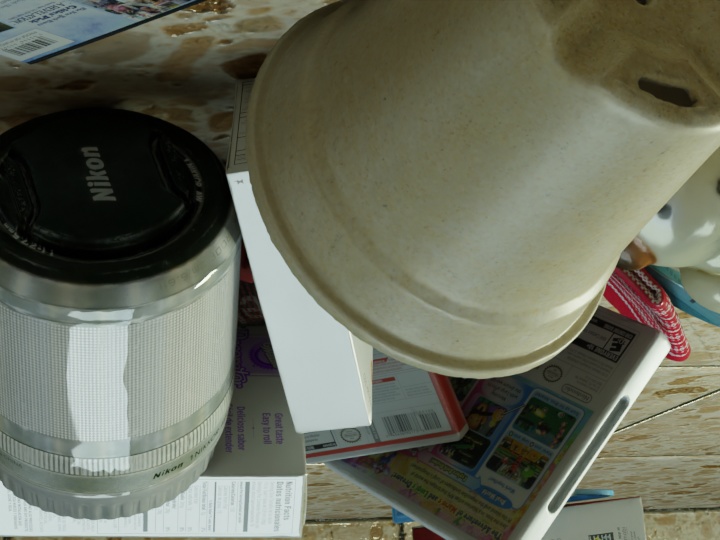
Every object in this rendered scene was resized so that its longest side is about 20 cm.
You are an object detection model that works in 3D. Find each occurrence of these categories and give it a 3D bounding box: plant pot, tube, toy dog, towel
[{"bbox_3d":[0.077,-0.080,0.876,0.199,0.201,0.183,4,153,-30],"label":"plant pot"},{"bbox_3d":[0.205,-0.001,1.325,0.077,0.051,0.200,29,-170,-6],"label":"tube"},{"bbox_3d":[0.206,-0.051,1.162,0.194,0.140,0.200,32,-170,33],"label":"toy dog"},{"bbox_3d":[0.156,-0.007,1.298,0.022,0.145,0.200,-44,162,1],"label":"towel"}]

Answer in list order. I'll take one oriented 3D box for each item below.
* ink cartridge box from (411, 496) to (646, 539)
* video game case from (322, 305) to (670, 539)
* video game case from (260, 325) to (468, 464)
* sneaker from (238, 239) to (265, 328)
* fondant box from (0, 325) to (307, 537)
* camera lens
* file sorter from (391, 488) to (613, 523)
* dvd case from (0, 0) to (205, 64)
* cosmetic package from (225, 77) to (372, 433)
[{"bbox_3d":[0.107,0.228,1.517,0.175,0.084,0.200,-6,172,-14],"label":"ink cartridge box"},{"bbox_3d":[0.085,0.089,1.317,0.200,0.182,0.024,25,166,50],"label":"video game case"},{"bbox_3d":[-0.026,0.031,1.299,0.142,0.201,0.017,-12,-160,32],"label":"video game case"},{"bbox_3d":[-0.070,0.002,1.255,0.199,0.071,0.098,17,144,3],"label":"sneaker"},{"bbox_3d":[-0.136,0.098,1.242,0.199,0.145,0.058,2,127,-6],"label":"fondant box"},{"bbox_3d":[-0.149,0.022,1.124,0.159,0.160,0.201,-2,133,-9],"label":"camera lens"},{"bbox_3d":[0.103,0.083,1.507,0.138,0.201,0.122,-12,168,34],"label":"file sorter"},{"bbox_3d":[-0.170,-0.138,0.876,0.142,0.018,0.200,-14,163,35],"label":"dvd case"},{"bbox_3d":[-0.030,-0.007,1.120,0.050,0.083,0.201,-5,133,9],"label":"cosmetic package"}]
